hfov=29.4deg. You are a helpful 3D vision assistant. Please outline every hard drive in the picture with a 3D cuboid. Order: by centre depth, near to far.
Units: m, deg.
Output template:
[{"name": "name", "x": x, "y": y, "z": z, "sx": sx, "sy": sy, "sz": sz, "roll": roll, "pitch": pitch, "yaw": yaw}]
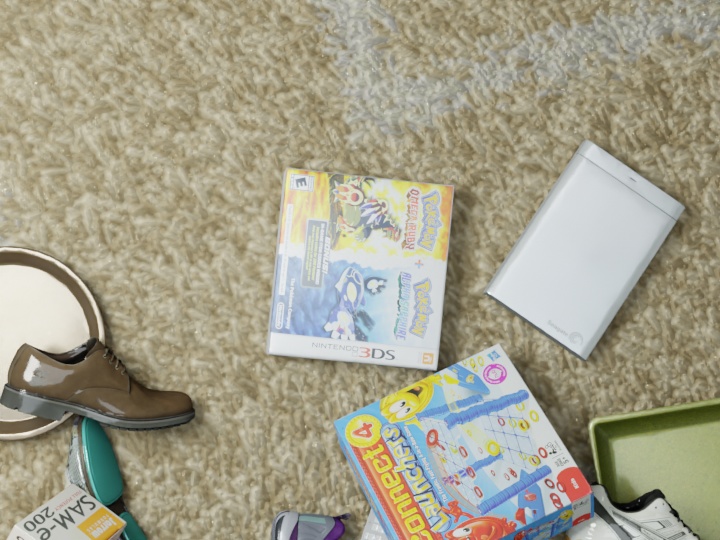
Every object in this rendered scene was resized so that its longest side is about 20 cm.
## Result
[{"name": "hard drive", "x": 0.242, "y": -0.022, "z": 1.482, "sx": 0.132, "sy": 0.027, "sz": 0.200, "roll": 34, "pitch": 86, "yaw": -2}]

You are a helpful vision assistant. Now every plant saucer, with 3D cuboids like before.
[{"name": "plant saucer", "x": -0.364, "y": 0.076, "z": 1.426, "sx": 0.200, "sy": 0.029, "sz": 0.201, "roll": 0, "pitch": 87, "yaw": -4}, {"name": "plant saucer", "x": 0.348, "y": 0.241, "z": 1.470, "sx": 0.199, "sy": 0.048, "sz": 0.200, "roll": -8, "pitch": 89, "yaw": -5}]

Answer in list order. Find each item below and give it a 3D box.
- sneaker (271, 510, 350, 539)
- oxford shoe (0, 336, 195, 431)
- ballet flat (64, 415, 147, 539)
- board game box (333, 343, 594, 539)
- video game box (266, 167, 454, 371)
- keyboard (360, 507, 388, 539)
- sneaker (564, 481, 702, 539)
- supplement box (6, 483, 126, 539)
[{"name": "sneaker", "x": -0.047, "y": 0.350, "z": 1.421, "sx": 0.087, "sy": 0.074, "sz": 0.201, "roll": 0, "pitch": 87, "yaw": -10}, {"name": "oxford shoe", "x": -0.255, "y": 0.114, "z": 1.388, "sx": 0.200, "sy": 0.073, "sz": 0.085, "roll": 14, "pitch": 91, "yaw": -29}, {"name": "ballet flat", "x": -0.269, "y": 0.250, "z": 1.411, "sx": 0.072, "sy": 0.072, "sz": 0.201, "roll": -24, "pitch": 89, "yaw": -5}, {"name": "board game box", "x": 0.102, "y": 0.200, "z": 1.391, "sx": 0.196, "sy": 0.056, "sz": 0.200, "roll": -25, "pitch": 55, "yaw": -9}, {"name": "video game box", "x": 0.000, "y": 0.000, "z": 1.452, "sx": 0.182, "sy": 0.047, "sz": 0.200, "roll": 5, "pitch": 87, "yaw": -7}, {"name": "keyboard", "x": 0.005, "y": 0.331, "z": 1.400, "sx": 0.011, "sy": 0.056, "sz": 0.200, "roll": 31, "pitch": 73, "yaw": -40}, {"name": "sneaker", "x": 0.313, "y": 0.272, "z": 1.404, "sx": 0.200, "sy": 0.076, "sz": 0.088, "roll": 15, "pitch": 87, "yaw": -5}, {"name": "supplement box", "x": -0.325, "y": 0.321, "z": 1.338, "sx": 0.073, "sy": 0.126, "sz": 0.200, "roll": 34, "pitch": 105, "yaw": 6}]
